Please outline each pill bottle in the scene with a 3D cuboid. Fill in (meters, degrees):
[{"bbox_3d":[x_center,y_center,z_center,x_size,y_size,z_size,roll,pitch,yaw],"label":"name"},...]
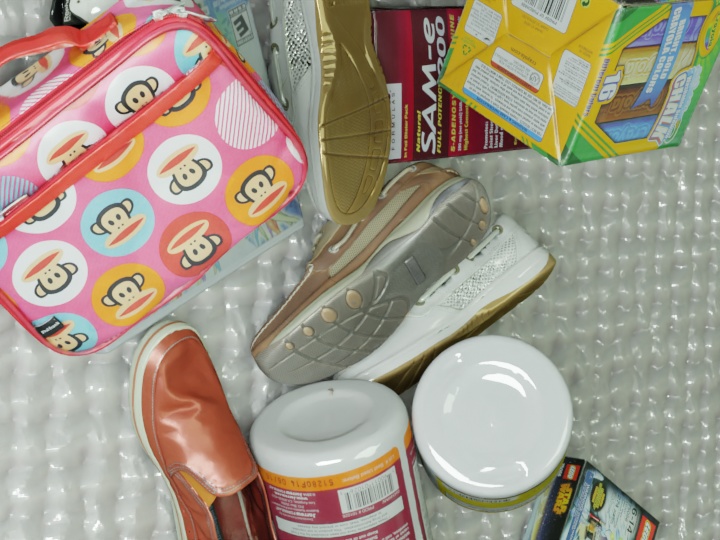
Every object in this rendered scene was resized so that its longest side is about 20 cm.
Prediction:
[{"bbox_3d":[-0.005,0.184,1.411,0.109,0.109,0.201,-36,125,-42],"label":"pill bottle"},{"bbox_3d":[0.093,0.115,1.471,0.200,0.111,0.112,76,27,-78],"label":"pill bottle"}]

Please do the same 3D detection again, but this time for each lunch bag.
[{"bbox_3d":[-0.147,-0.066,1.180,0.200,0.082,0.176,-38,126,2],"label":"lunch bag"}]

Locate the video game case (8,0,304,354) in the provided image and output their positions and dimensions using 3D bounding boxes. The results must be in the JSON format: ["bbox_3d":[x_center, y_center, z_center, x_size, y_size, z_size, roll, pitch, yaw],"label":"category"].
[{"bbox_3d":[-0.123,-0.072,1.316,0.200,0.022,0.183,-35,120,-43],"label":"video game case"}]

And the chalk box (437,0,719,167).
[{"bbox_3d":[0.174,-0.163,1.461,0.199,0.125,0.124,-10,128,-49],"label":"chalk box"}]

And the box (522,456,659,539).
[{"bbox_3d":[0.172,0.270,1.689,0.137,0.040,0.201,39,64,-46],"label":"box"}]

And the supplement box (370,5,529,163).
[{"bbox_3d":[0.053,-0.137,1.489,0.199,0.061,0.110,-10,102,-48],"label":"supplement box"}]

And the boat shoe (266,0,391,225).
[{"bbox_3d":[-0.029,-0.130,1.384,0.071,0.069,0.201,-7,94,-48],"label":"boat shoe"}]

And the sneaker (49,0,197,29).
[{"bbox_3d":[-0.150,-0.186,1.221,0.080,0.074,0.201,-18,93,-32],"label":"sneaker"}]

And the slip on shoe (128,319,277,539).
[{"bbox_3d":[-0.096,0.124,1.339,0.074,0.061,0.201,-32,116,-41],"label":"slip on shoe"}]

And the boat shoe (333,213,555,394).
[{"bbox_3d":[0.049,0.028,1.493,0.200,0.071,0.069,-34,78,-27],"label":"boat shoe"}]

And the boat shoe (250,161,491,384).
[{"bbox_3d":[0.000,0.000,1.427,0.200,0.072,0.076,-39,140,-14],"label":"boat shoe"}]
